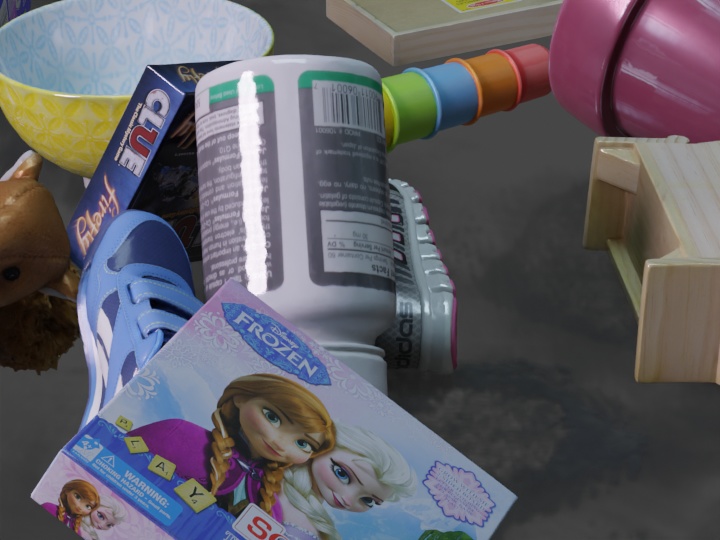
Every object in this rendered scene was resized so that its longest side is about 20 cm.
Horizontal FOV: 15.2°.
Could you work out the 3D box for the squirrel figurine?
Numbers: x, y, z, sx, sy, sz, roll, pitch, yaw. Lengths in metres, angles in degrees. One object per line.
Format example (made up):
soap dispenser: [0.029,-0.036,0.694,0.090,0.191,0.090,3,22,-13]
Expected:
squirrel figurine: [-0.242,0.001,1.589,0.186,0.142,0.200,-26,-11,21]

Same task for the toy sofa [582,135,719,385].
toy sofa: [0.204,-0.009,1.684,0.097,0.083,0.200,0,26,-7]

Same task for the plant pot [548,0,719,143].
plant pot: [0.259,-0.151,1.864,0.179,0.200,0.200,36,43,29]

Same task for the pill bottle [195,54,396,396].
pill bottle: [-0.037,-0.016,1.563,0.113,0.201,0.113,-3,-11,-1]

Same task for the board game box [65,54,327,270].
board game box: [-0.093,-0.068,1.699,0.035,0.136,0.200,38,24,22]

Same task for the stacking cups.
stacking cups: [0.055,-0.122,1.959,0.200,0.061,0.060,-15,29,-36]

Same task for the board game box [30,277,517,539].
board game box: [-0.038,0.117,1.386,0.200,0.041,0.200,37,34,2]

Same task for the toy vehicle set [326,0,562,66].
toy vehicle set: [0.088,-0.213,2.159,0.199,0.027,0.124,-13,29,-21]

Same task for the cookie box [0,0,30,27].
cookie box: [-0.370,-0.205,2.115,0.199,0.075,0.171,-2,27,1]

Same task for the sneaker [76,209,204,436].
sneaker: [-0.111,0.048,1.504,0.074,0.082,0.201,20,51,-32]

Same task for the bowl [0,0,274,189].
bowl: [-0.158,-0.111,1.879,0.199,0.108,0.200,-1,27,0]

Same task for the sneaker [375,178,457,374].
sneaker: [0.000,0.000,1.685,0.087,0.074,0.200,-1,31,-13]
